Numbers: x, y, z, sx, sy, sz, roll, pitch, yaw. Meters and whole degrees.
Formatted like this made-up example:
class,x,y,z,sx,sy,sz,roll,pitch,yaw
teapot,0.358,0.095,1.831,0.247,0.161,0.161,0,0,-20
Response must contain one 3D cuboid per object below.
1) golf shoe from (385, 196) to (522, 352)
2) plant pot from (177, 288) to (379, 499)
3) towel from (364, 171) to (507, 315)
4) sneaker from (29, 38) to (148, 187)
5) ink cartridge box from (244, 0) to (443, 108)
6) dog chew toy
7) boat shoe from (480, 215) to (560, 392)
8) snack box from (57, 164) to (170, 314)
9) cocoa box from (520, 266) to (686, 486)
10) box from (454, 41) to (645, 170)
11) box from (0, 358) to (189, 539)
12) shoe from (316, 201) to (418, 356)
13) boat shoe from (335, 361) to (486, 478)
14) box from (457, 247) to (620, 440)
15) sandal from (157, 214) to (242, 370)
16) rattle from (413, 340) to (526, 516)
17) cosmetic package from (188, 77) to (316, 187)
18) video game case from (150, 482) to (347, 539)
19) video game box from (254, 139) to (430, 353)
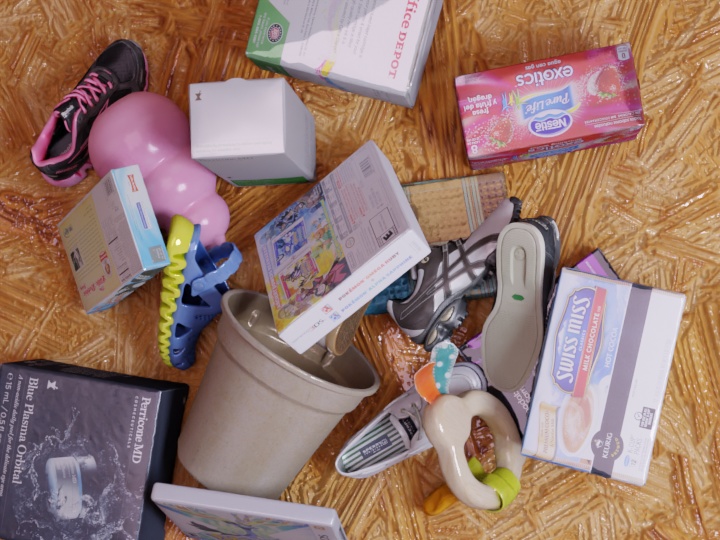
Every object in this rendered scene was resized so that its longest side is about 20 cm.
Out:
class,x,y,z,sx,sy,sz,roll,pitch,yaw
golf shoe,0.105,-0.010,1.291,0.094,0.078,0.201,34,89,8
plant pot,-0.108,0.152,1.288,0.199,0.200,0.185,33,103,9
towel,0.080,-0.031,1.344,0.198,0.022,0.148,-8,86,6
sneaker,-0.326,-0.192,1.374,0.079,0.095,0.201,32,90,10
ink cartridge box,-0.015,-0.287,1.338,0.198,0.087,0.147,15,89,10
dog chew toy,-0.227,-0.107,1.345,0.124,0.125,0.201,-36,90,5
boat shoe,0.179,0.038,1.255,0.071,0.067,0.202,18,114,27
snack box,-0.286,-0.031,1.319,0.037,0.199,0.117,-15,83,-35
cocoa box,0.253,0.109,1.217,0.130,0.133,0.202,13,89,11
box,0.210,-0.181,1.293,0.198,0.100,0.097,-10,85,7
box,-0.321,0.216,1.338,0.198,0.117,0.199,8,88,7
shoe,0.000,0.000,1.294,0.053,0.070,0.201,21,68,30
boat shoe,0.057,0.177,1.296,0.200,0.067,0.074,-40,81,13
box,0.229,0.090,1.308,0.199,0.036,0.144,-35,82,4
sandal,-0.186,0.034,1.318,0.086,0.080,0.202,8,126,-8
rattle,0.081,0.173,1.251,0.200,0.142,0.131,44,66,-25
cosmetic package,-0.116,-0.151,1.287,0.106,0.200,0.086,-2,86,9
video game case,-0.115,0.281,1.275,0.198,0.183,0.022,7,65,9
video game box,-0.026,-0.030,1.262,0.182,0.201,0.047,-36,124,12
